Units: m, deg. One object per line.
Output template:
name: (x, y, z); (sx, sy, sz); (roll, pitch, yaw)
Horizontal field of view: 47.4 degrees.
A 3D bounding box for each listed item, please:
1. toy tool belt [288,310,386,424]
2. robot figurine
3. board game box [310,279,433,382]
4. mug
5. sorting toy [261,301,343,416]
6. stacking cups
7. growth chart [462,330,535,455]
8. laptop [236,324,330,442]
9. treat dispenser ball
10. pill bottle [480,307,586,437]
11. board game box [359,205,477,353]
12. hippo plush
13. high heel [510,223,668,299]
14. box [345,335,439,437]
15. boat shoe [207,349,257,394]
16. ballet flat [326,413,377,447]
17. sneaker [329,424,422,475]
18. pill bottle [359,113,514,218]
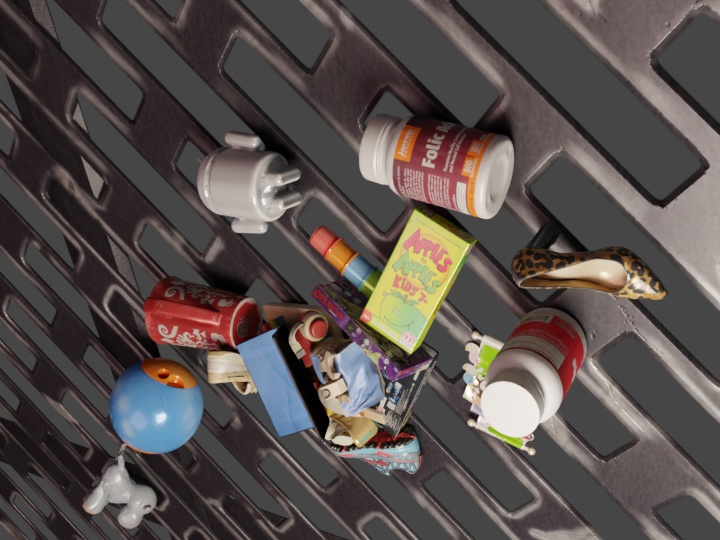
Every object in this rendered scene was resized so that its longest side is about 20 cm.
toy tool belt: (-0.024, 0.161, 1.357); (0.122, 0.124, 0.202); (18, 140, 58)
robot figurine: (-0.192, -0.144, 1.366); (0.197, 0.112, 0.173); (10, 108, 31)
board game box: (0.019, 0.092, 1.332); (0.200, 0.119, 0.032); (45, 110, 20)
mug: (-0.308, 0.099, 1.571); (0.196, 0.177, 0.136); (9, 110, 26)
sorting toy: (-0.109, 0.168, 1.492); (0.198, 0.069, 0.203); (2, 110, 48)
stacking cups: (0.000, 0.000, 1.358); (0.199, 0.060, 0.061); (42, 134, 8)
growth chart: (0.230, 0.199, 1.344); (0.142, 0.018, 0.204); (17, 124, 26)
laptop: (-0.141, 0.204, 1.401); (0.114, 0.200, 0.190); (-26, 93, 4)
treat dispenser ball: (-0.437, 0.289, 1.760); (0.198, 0.201, 0.204); (18, 127, 25)
pill bottle: (0.244, 0.144, 1.166); (0.110, 0.200, 0.114); (14, 121, 25)
board game box: (0.087, 0.014, 1.266); (0.101, 0.047, 0.202); (32, 112, 15)
hippo plush: (-0.607, 0.572, 2.135); (0.160, 0.159, 0.201); (36, 93, -13)
high heel: (0.300, 0.018, 1.090); (0.197, 0.142, 0.072); (27, 131, 19)
box: (0.037, 0.180, 1.452); (0.157, 0.046, 0.202); (33, 132, 16)
boat shoe: (-0.219, 0.200, 1.559); (0.073, 0.199, 0.071); (-2, 75, 39)
ballet flat: (-0.046, 0.289, 1.535); (0.069, 0.063, 0.199); (49, 153, -22)
sneaker: (0.027, 0.349, 1.545); (0.197, 0.079, 0.097); (-6, 116, 38)
pill bottle: (0.104, -0.152, 1.145); (0.197, 0.114, 0.116); (18, 127, 25)
